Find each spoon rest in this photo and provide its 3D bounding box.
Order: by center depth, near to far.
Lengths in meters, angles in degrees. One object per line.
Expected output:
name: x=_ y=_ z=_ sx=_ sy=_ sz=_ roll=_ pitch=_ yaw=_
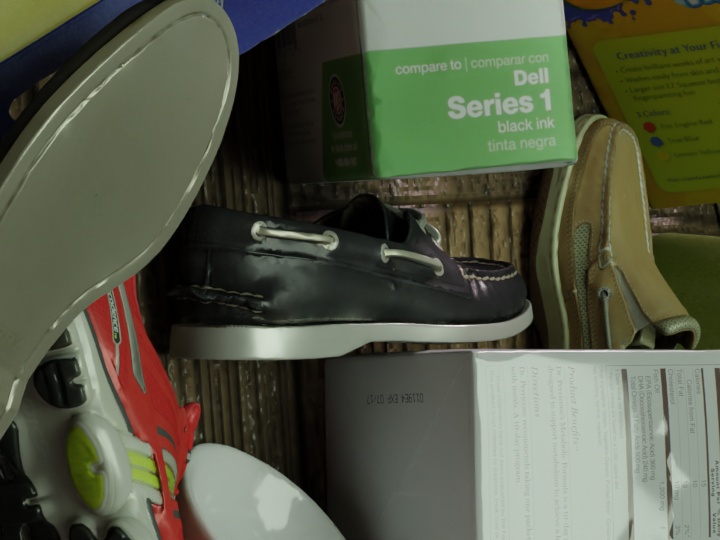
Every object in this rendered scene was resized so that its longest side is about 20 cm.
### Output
spoon rest: x=-0.017 y=0.139 z=0.866 sx=0.099 sy=0.061 sz=0.201 roll=30 pitch=29 yaw=-40

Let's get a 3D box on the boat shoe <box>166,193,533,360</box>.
boat shoe: x=0.000 y=0.000 z=0.961 sx=0.199 sy=0.073 sz=0.061 roll=-4 pitch=95 yaw=-47

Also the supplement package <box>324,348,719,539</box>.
supplement package: x=0.098 y=0.088 z=0.996 sx=0.199 sy=0.113 sz=0.111 roll=1 pitch=86 yaw=-31

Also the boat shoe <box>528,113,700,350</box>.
boat shoe: x=0.124 y=0.025 z=1.126 sx=0.071 sy=0.076 sz=0.202 roll=15 pitch=74 yaw=-53

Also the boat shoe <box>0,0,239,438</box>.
boat shoe: x=-0.115 y=-0.010 z=0.749 sx=0.201 sy=0.062 sz=0.073 roll=-55 pitch=140 yaw=-12

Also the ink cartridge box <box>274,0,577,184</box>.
ink cartridge box: x=0.015 y=-0.136 z=0.916 sx=0.084 sy=0.146 sz=0.202 roll=-5 pitch=93 yaw=-14

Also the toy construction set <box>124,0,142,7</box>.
toy construction set: x=-0.088 y=-0.193 z=0.828 sx=0.131 sy=0.092 sz=0.201 roll=40 pitch=51 yaw=-32

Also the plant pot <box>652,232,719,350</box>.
plant pot: x=0.241 y=0.069 z=1.182 sx=0.187 sy=0.199 sz=0.189 roll=8 pitch=80 yaw=-54

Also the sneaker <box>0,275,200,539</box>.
sneaker: x=-0.080 y=0.078 z=0.836 sx=0.085 sy=0.076 sz=0.202 roll=-30 pitch=112 yaw=-57

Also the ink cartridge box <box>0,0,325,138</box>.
ink cartridge box: x=-0.115 y=-0.116 z=0.739 sx=0.197 sy=0.047 sz=0.201 roll=-34 pitch=118 yaw=-11

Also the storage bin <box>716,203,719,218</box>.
storage bin: x=0.303 y=-0.014 z=1.278 sx=0.094 sy=0.199 sz=0.200 roll=-36 pitch=116 yaw=-48

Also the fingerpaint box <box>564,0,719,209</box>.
fingerpaint box: x=0.206 y=-0.120 z=1.150 sx=0.167 sy=0.199 sz=0.074 roll=59 pitch=43 yaw=-32
